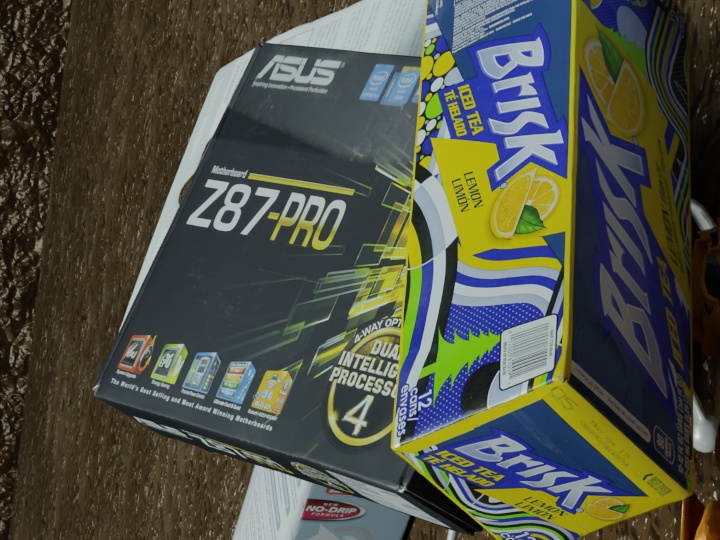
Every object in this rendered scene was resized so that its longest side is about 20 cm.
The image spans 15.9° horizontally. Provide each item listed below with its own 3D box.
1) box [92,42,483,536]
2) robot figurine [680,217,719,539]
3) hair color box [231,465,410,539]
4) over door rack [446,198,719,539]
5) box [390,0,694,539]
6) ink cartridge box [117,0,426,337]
[{"bbox_3d":[0.000,0.000,0.963,0.200,0.049,0.162,13,73,52],"label":"box"},{"bbox_3d":[0.130,0.063,0.768,0.145,0.058,0.201,154,119,-78],"label":"robot figurine"},{"bbox_3d":[-0.019,0.125,1.353,0.099,0.060,0.200,-99,19,-44],"label":"hair color box"},{"bbox_3d":[0.071,0.076,0.957,0.201,0.066,0.148,-66,11,-10],"label":"over door rack"},{"bbox_3d":[0.059,-0.017,0.799,0.064,0.070,0.201,-24,41,31],"label":"box"},{"bbox_3d":[-0.004,-0.044,1.099,0.200,0.047,0.161,-19,42,42],"label":"ink cartridge box"}]
